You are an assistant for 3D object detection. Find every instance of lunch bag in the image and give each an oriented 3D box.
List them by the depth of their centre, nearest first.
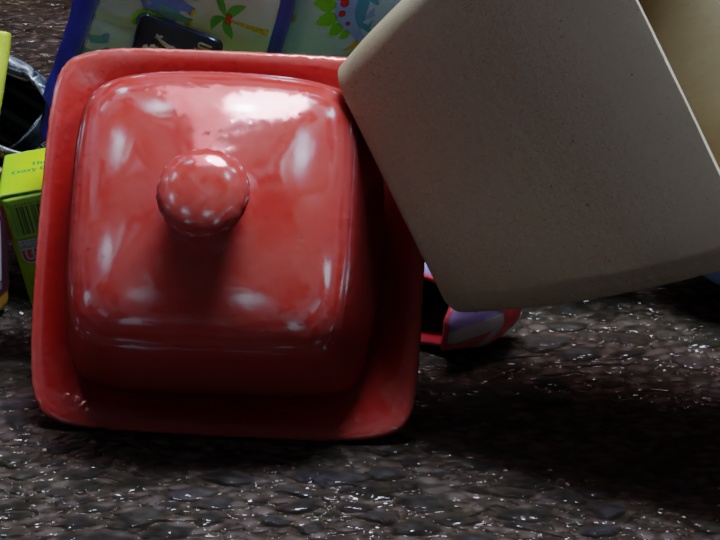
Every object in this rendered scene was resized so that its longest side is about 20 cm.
[{"bbox_3d":[-0.064,-0.135,1.640,0.200,0.170,0.128,3,34,-25],"label":"lunch bag"}]

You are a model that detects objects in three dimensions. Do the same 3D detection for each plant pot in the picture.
[{"bbox_3d":[0.110,-0.086,1.471,0.177,0.200,0.200,-25,2,29],"label":"plant pot"}]

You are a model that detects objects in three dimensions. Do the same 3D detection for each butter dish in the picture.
[{"bbox_3d":[-0.070,-0.025,1.473,0.199,0.201,0.148,2,-11,5],"label":"butter dish"}]

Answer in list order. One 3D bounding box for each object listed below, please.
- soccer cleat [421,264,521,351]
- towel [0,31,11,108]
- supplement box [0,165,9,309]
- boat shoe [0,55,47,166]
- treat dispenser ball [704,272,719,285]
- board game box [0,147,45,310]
[{"bbox_3d":[0.000,0.000,1.676,0.200,0.067,0.076,17,28,35],"label":"soccer cleat"},{"bbox_3d":[-0.237,-0.031,1.566,0.086,0.201,0.018,6,-12,5],"label":"towel"},{"bbox_3d":[-0.305,-0.011,1.648,0.199,0.086,0.110,4,18,10],"label":"supplement box"},{"bbox_3d":[-0.160,-0.056,1.701,0.200,0.071,0.091,31,-8,3],"label":"boat shoe"},{"bbox_3d":[0.251,-0.081,1.711,0.200,0.201,0.201,1,17,0],"label":"treat dispenser ball"},{"bbox_3d":[-0.084,-0.026,1.606,0.199,0.102,0.048,-10,32,5],"label":"board game box"}]
